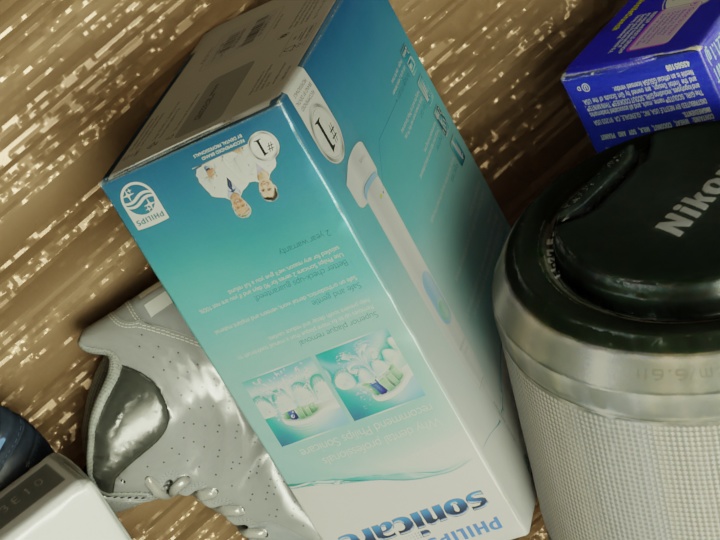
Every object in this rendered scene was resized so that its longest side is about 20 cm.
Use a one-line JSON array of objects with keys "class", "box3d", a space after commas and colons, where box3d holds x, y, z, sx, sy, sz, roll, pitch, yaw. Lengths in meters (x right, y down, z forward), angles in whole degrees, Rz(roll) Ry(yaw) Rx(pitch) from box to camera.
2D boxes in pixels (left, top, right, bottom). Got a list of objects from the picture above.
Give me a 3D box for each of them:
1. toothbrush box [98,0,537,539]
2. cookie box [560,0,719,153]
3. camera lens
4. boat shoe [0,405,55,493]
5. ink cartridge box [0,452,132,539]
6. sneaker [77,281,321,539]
[{"class": "toothbrush box", "box3d": [0.000, 0.000, 0.767, 0.085, 0.147, 0.201, -22, 113, 24]}, {"class": "cookie box", "box3d": [0.195, -0.049, 0.835, 0.171, 0.075, 0.201, -47, 117, -37]}, {"class": "camera lens", "box3d": [0.141, 0.057, 0.716, 0.159, 0.160, 0.201, -24, 123, -13]}, {"class": "boat shoe", "box3d": [-0.213, 0.123, 0.771, 0.200, 0.084, 0.069, -41, 131, -21]}, {"class": "ink cartridge box", "box3d": [-0.149, 0.201, 0.753, 0.200, 0.043, 0.174, -37, 118, -17]}, {"class": "sneaker", "box3d": [-0.061, 0.098, 0.823, 0.115, 0.075, 0.201, -27, 99, -6]}]
